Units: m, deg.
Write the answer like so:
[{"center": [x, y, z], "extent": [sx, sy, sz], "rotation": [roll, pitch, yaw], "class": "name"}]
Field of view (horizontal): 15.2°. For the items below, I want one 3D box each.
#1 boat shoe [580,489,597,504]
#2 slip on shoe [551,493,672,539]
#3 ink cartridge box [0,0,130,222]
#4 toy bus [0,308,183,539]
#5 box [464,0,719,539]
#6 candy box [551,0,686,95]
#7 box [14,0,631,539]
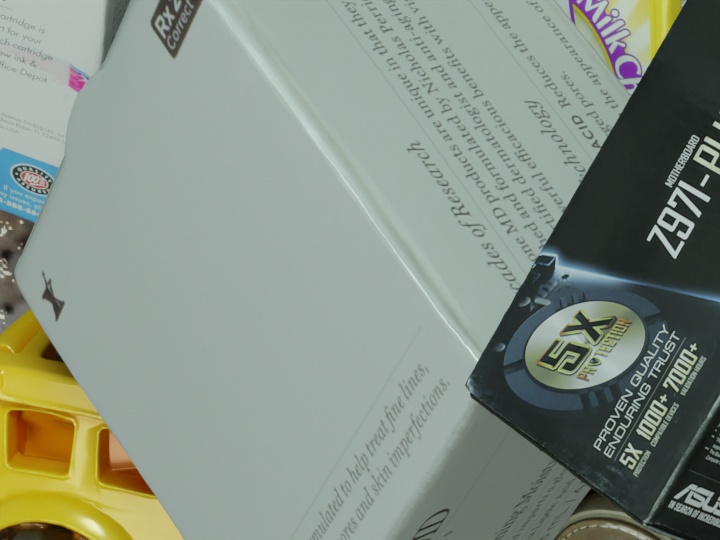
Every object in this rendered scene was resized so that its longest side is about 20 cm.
[{"center": [0.088, 0.096, 1.059], "extent": [0.072, 0.076, 0.200], "rotation": [60, 140, 35], "class": "boat shoe"}, {"center": [0.091, 0.184, 1.024], "extent": [0.076, 0.061, 0.200], "rotation": [13, 114, 18], "class": "slip on shoe"}, {"center": [-0.135, -0.116, 1.005], "extent": [0.115, 0.068, 0.200], "rotation": [21, 140, 7], "class": "ink cartridge box"}, {"center": [-0.064, 0.069, 1.099], "extent": [0.199, 0.136, 0.193], "rotation": [11, 110, 13], "class": "toy bus"}, {"center": [0.154, 0.011, 0.820], "extent": [0.086, 0.200, 0.164], "rotation": [36, 99, 44], "class": "box"}, {"center": [0.076, -0.048, 0.970], "extent": [0.102, 0.026, 0.201], "rotation": [14, 117, 37], "class": "candy box"}, {"center": [0.000, 0.000, 0.949], "extent": [0.200, 0.131, 0.199], "rotation": [54, 141, 21], "class": "box"}]
